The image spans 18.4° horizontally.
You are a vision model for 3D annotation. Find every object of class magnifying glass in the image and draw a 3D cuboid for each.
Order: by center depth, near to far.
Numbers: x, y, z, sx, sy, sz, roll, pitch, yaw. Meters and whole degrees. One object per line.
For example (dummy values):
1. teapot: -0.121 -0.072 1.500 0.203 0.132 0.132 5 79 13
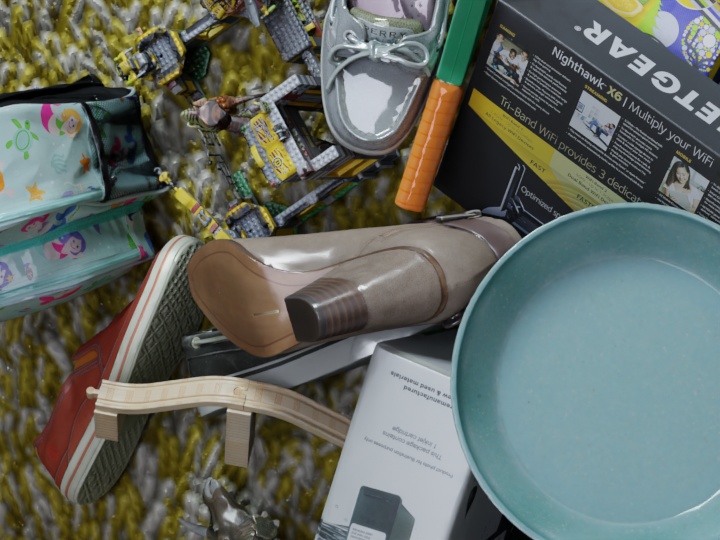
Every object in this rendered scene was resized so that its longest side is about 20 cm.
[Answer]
1. magnifying glass: 0.057 -0.131 1.291 0.022 0.080 0.201 17 106 4

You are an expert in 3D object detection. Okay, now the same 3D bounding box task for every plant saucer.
1. plant saucer: 0.149 0.064 1.227 0.198 0.036 0.202 -1 81 4

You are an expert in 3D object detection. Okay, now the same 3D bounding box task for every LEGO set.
1. LEGO set: -0.076 -0.103 1.395 0.153 0.116 0.201 -23 83 23

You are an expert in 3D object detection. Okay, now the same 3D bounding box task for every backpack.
1. backpack: -0.235 -0.044 1.424 0.176 0.200 0.152 -16 86 23

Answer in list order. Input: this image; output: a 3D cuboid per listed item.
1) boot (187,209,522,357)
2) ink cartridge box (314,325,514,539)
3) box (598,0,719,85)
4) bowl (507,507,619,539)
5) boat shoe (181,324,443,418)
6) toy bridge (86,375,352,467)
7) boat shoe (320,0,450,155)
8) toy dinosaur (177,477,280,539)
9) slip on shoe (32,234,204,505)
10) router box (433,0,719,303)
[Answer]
1. boot: 0.000 0.000 1.340 0.200 0.145 0.071 18 124 57
2. ink cartridge box: 0.040 0.144 1.341 0.083 0.146 0.201 22 102 20
3. box: 0.137 -0.171 1.327 0.199 0.064 0.070 33 105 20
4. bowl: 0.100 0.216 1.290 0.039 0.201 0.202 16 100 -3
5. boat shoe: -0.029 0.037 1.407 0.199 0.071 0.064 -20 86 25
6. toy bridge: -0.076 0.095 1.398 0.198 0.067 0.027 10 53 2
7. boat shoe: 0.020 -0.168 1.300 0.074 0.065 0.203 17 95 6
8. toy dinosaur: -0.068 0.219 1.396 0.102 0.076 0.201 130 150 -49
9. slip on shoe: -0.160 0.060 1.469 0.061 0.074 0.201 36 111 21
10. router box: 0.149 -0.057 1.292 0.200 0.052 0.158 38 140 17
